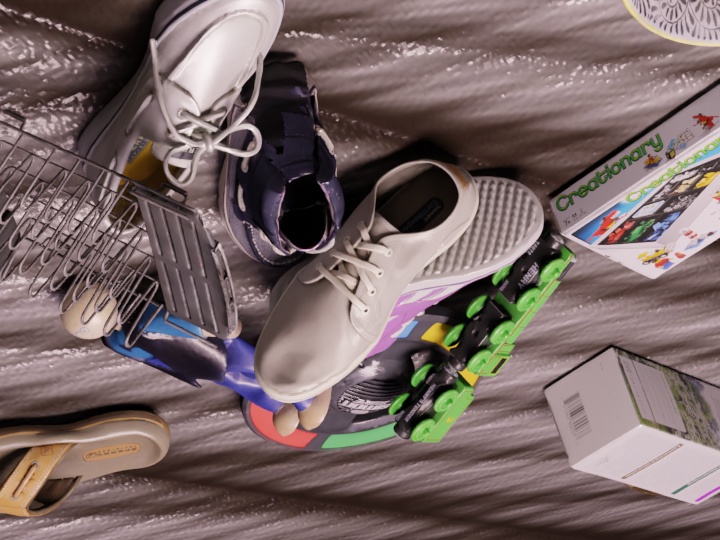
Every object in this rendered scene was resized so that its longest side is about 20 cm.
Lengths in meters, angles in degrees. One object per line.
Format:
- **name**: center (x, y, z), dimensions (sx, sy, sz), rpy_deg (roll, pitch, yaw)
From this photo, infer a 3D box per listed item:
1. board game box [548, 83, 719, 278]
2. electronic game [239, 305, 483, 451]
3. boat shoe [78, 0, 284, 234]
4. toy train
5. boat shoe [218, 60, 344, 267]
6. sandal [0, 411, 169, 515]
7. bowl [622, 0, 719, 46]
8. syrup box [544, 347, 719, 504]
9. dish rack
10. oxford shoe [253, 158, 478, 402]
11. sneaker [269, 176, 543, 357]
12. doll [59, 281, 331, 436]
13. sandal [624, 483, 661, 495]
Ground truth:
- **board game box**: center (0.248, -0.071, 1.265), dimensions (0.200, 0.035, 0.126), rpy_deg (-35, 145, 27)
- **electronic game**: center (0.004, 0.085, 1.393), dimensions (0.199, 0.042, 0.200), rpy_deg (-12, 149, -7)
- **boat shoe**: center (-0.101, -0.086, 1.031), dimensions (0.074, 0.086, 0.202), rpy_deg (11, 140, -37)
- **toy train**: center (0.094, 0.051, 1.337), dimensions (0.200, 0.042, 0.056), rpy_deg (-52, 150, 18)
- **boat shoe**: center (-0.048, -0.036, 1.128), dimensions (0.074, 0.093, 0.200), rpy_deg (-13, 150, -6)
- **sandal**: center (-0.241, 0.156, 1.365), dimensions (0.199, 0.054, 0.080), rpy_deg (-10, 148, -10)
- **bowl**: center (0.217, -0.221, 0.958), dimensions (0.200, 0.095, 0.201), rpy_deg (-12, 149, -7)
- **syrup box**: center (0.257, 0.138, 1.555), dimensions (0.081, 0.079, 0.200), rpy_deg (-36, 144, 28)
- **dish rack**: center (-0.166, -0.016, 1.047), dimensions (0.199, 0.055, 0.154), rpy_deg (24, 153, 18)
- **oxford shoe**: center (0.000, 0.000, 1.172), dimensions (0.200, 0.075, 0.058), rpy_deg (-47, 160, -8)
- **sneaker**: center (0.035, 0.003, 1.257), dimensions (0.200, 0.073, 0.114), rpy_deg (-22, 157, 1)
- **doll**: center (-0.116, 0.055, 1.249), dimensions (0.199, 0.049, 0.136), rpy_deg (26, 157, -23)
- **sandal**: center (0.343, 0.175, 1.687), dimensions (0.199, 0.054, 0.081), rpy_deg (0, 142, 2)
